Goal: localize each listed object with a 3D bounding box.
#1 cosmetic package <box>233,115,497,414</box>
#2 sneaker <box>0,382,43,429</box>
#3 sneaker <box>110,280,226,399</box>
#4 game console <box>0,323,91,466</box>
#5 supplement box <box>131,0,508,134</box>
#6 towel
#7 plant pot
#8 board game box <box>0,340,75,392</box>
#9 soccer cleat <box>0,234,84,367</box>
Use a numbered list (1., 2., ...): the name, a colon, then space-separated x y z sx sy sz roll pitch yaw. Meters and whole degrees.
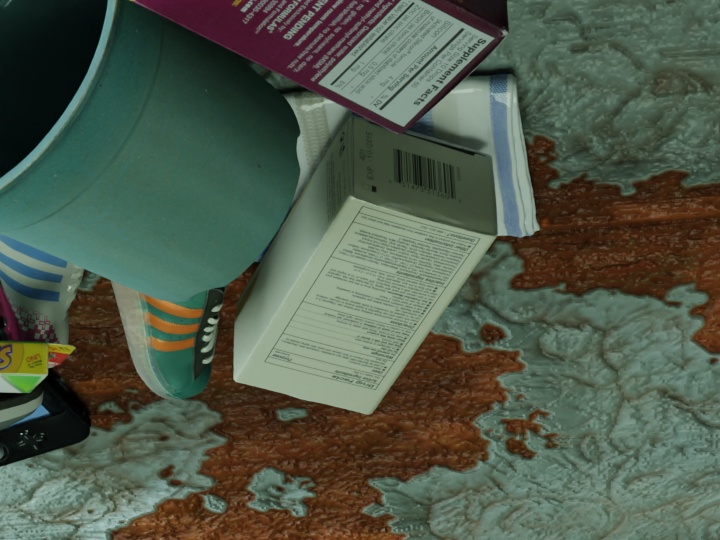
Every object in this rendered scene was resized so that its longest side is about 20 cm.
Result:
1. cosmetic package: 0.000 0.000 1.593 0.105 0.071 0.200 16 138 -19
2. sneaker: -0.306 0.135 1.676 0.200 0.084 0.121 -12 123 -15
3. sneaker: -0.114 0.015 1.646 0.080 0.071 0.200 -3 139 9
4. game console: -0.310 0.121 1.736 0.176 0.117 0.200 -17 138 19
5. supplement box: -0.028 -0.185 1.360 0.200 0.131 0.103 24 134 -28
6. towel: 0.011 -0.063 1.592 0.200 0.024 0.147 -5 139 5
7. plant pot: -0.149 -0.085 1.445 0.200 0.201 0.196 -27 142 29
8. board game box: -0.285 0.059 1.581 0.200 0.030 0.096 -1 171 -14
9. soccer cleat: -0.203 -0.005 1.624 0.086 0.070 0.200 -15 143 -2
